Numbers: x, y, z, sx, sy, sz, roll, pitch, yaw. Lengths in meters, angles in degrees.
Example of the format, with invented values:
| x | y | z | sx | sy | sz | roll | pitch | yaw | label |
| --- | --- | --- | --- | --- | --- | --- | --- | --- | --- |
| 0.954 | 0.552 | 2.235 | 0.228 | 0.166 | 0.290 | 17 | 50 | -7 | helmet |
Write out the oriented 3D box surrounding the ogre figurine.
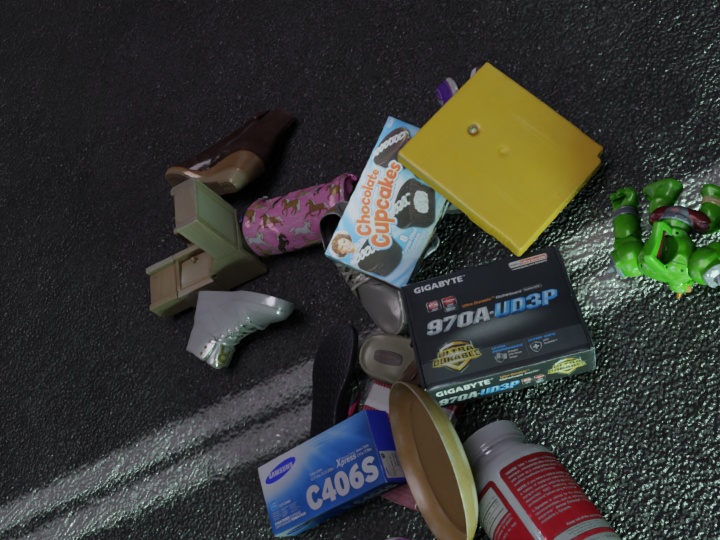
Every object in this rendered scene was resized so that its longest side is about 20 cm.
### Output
| x | y | z | sx | sy | sz | roll | pitch | yaw | label |
| --- | --- | --- | --- | --- | --- | --- | --- | --- | --- |
| 0.352 | -0.040 | 1.122 | 0.199 | 0.098 | 0.120 | 18 | 68 | 29 | ogre figurine |

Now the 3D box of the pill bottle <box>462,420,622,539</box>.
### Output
| x | y | z | sx | sy | sz | roll | pitch | yaw | label |
| --- | --- | --- | --- | --- | --- | --- | --- | --- | --- |
| 0.188 | 0.261 | 1.086 | 0.112 | 0.112 | 0.200 | -45 | 49 | 10 | pill bottle |

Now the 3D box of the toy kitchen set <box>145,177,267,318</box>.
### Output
| x | y | z | sx | sy | sz | roll | pitch | yaw | label |
| --- | --- | --- | --- | --- | --- | --- | --- | --- | --- |
| -0.277 | -0.062 | 1.545 | 0.199 | 0.180 | 0.164 | -24 | 55 | 20 | toy kitchen set |

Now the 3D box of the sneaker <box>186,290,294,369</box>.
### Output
| x | y | z | sx | sy | sz | roll | pitch | yaw | label |
| --- | --- | --- | --- | --- | --- | --- | --- | --- | --- |
| -0.178 | 0.091 | 1.476 | 0.200 | 0.074 | 0.116 | -3 | 69 | 46 | sneaker |

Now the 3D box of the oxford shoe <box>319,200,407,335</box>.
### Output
| x | y | z | sx | sy | sz | roll | pitch | yaw | label |
| --- | --- | --- | --- | --- | --- | --- | --- | --- | --- |
| 0.000 | 0.000 | 1.340 | 0.075 | 0.058 | 0.201 | -37 | 74 | 40 | oxford shoe |

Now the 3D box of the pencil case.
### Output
| x | y | z | sx | sy | sz | roll | pitch | yaw | label |
| --- | --- | --- | --- | --- | --- | --- | --- | --- | --- |
| -0.078 | -0.081 | 1.474 | 0.199 | 0.087 | 0.083 | -13 | 30 | 32 | pencil case |

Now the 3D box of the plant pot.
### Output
| x | y | z | sx | sy | sz | roll | pitch | yaw | label |
| --- | --- | --- | --- | --- | --- | --- | --- | --- | --- |
| 0.083 | 0.216 | 1.128 | 0.027 | 0.200 | 0.200 | -18 | 49 | -16 | plant pot |

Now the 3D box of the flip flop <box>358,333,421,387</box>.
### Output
| x | y | z | sx | sy | sz | roll | pitch | yaw | label |
| --- | --- | --- | --- | --- | --- | --- | --- | --- | --- |
| 0.073 | 0.111 | 1.255 | 0.199 | 0.058 | 0.081 | 8 | 72 | 39 | flip flop |

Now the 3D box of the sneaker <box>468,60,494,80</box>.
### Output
| x | y | z | sx | sy | sz | roll | pitch | yaw | label |
| --- | --- | --- | --- | --- | --- | --- | --- | --- | --- |
| 0.206 | -0.191 | 1.330 | 0.115 | 0.076 | 0.201 | -9 | 71 | 25 | sneaker |

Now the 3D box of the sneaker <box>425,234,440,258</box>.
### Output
| x | y | z | sx | sy | sz | roll | pitch | yaw | label |
| --- | --- | --- | --- | --- | --- | --- | --- | --- | --- |
| 0.064 | -0.093 | 1.378 | 0.108 | 0.070 | 0.201 | 12 | 83 | 45 | sneaker |

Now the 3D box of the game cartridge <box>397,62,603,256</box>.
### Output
| x | y | z | sx | sy | sz | roll | pitch | yaw | label |
| --- | --- | --- | --- | --- | --- | --- | --- | --- | --- |
| 0.176 | -0.141 | 1.254 | 0.200 | 0.032 | 0.176 | 41 | 77 | 15 | game cartridge |

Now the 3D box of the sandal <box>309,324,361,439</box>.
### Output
| x | y | z | sx | sy | sz | roll | pitch | yaw | label |
| --- | --- | --- | --- | --- | --- | --- | --- | --- | --- |
| -0.031 | 0.172 | 1.344 | 0.075 | 0.045 | 0.201 | 4 | 85 | 51 | sandal |

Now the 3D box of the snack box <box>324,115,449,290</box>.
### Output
| x | y | z | sx | sy | sz | roll | pitch | yaw | label |
| --- | --- | --- | --- | --- | --- | --- | --- | --- | --- |
| 0.048 | -0.085 | 1.298 | 0.116 | 0.037 | 0.201 | 24 | 85 | 13 | snack box |

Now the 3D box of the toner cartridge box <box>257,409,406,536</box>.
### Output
| x | y | z | sx | sy | sz | roll | pitch | yaw | label |
| --- | --- | --- | --- | --- | --- | --- | --- | --- | --- |
| -0.040 | 0.257 | 1.274 | 0.200 | 0.043 | 0.095 | -34 | 60 | 31 | toner cartridge box |

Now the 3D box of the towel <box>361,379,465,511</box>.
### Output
| x | y | z | sx | sy | sz | roll | pitch | yaw | label |
| --- | --- | --- | --- | --- | --- | --- | --- | --- | --- |
| 0.059 | 0.189 | 1.279 | 0.144 | 0.023 | 0.201 | 14 | 76 | 42 | towel |

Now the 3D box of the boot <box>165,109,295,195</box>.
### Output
| x | y | z | sx | sy | sz | roll | pitch | yaw | label |
| --- | --- | --- | --- | --- | --- | --- | --- | --- | --- |
| -0.210 | -0.189 | 1.638 | 0.199 | 0.072 | 0.167 | 4 | 49 | 42 | boot |

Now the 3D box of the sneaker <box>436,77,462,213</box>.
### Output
| x | y | z | sx | sy | sz | roll | pitch | yaw | label |
| --- | --- | --- | --- | --- | --- | --- | --- | --- | --- |
| 0.110 | -0.171 | 1.364 | 0.083 | 0.081 | 0.201 | -6 | 64 | 16 | sneaker |

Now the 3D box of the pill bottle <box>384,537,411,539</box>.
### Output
| x | y | z | sx | sy | sz | roll | pitch | yaw | label |
| --- | --- | --- | --- | --- | --- | --- | --- | --- | --- |
| 0.093 | 0.361 | 1.090 | 0.200 | 0.104 | 0.105 | 4 | 70 | 51 | pill bottle |

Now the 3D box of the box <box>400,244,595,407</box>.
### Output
| x | y | z | sx | sy | sz | roll | pitch | yaw | label |
| --- | --- | --- | --- | --- | --- | --- | --- | --- | --- |
| 0.159 | 0.066 | 1.190 | 0.199 | 0.046 | 0.159 | -15 | 50 | 5 | box |
